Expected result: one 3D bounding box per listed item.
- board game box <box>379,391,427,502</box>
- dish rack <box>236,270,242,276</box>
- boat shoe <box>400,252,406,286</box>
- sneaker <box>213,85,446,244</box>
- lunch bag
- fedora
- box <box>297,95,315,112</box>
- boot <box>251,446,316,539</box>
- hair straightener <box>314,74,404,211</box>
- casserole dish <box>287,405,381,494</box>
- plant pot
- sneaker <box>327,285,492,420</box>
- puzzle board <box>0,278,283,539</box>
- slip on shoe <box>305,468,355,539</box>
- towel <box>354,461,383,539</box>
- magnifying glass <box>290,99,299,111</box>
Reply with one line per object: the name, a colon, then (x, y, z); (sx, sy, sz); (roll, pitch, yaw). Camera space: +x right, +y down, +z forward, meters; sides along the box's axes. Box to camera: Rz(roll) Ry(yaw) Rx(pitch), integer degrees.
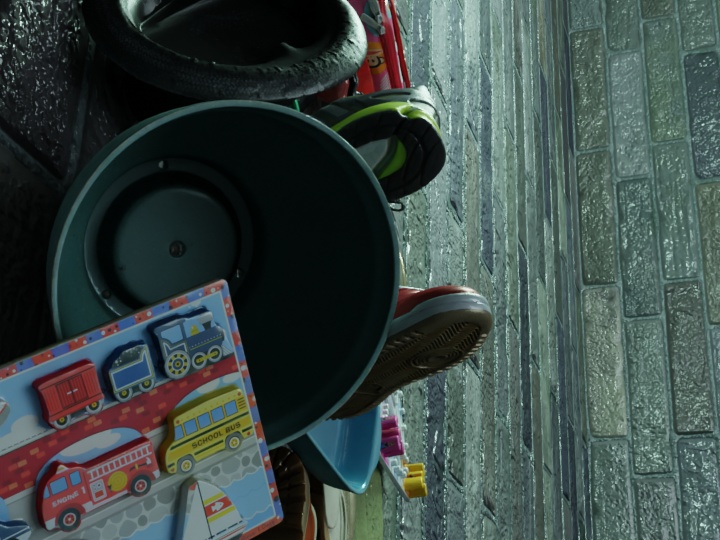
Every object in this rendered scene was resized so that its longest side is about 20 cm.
board game box: (0.034, 0.118, 1.202); (0.200, 0.026, 0.200); (66, 17, -63)
dish rack: (-0.088, 0.040, 0.897); (0.200, 0.054, 0.154); (10, 73, -69)
boat shoe: (0.005, -0.007, 1.111); (0.200, 0.065, 0.072); (-102, -171, -46)
sneaker: (-0.032, -0.072, 0.787); (0.081, 0.200, 0.074); (-67, 139, -57)
lunch bag: (-0.001, -0.227, 1.143); (0.200, 0.082, 0.176); (72, 8, -61)
fedora: (-0.097, -0.147, 0.811); (0.201, 0.200, 0.092); (-75, -175, -49)
box: (-0.087, -0.205, 0.990); (0.200, 0.046, 0.159); (-61, 142, -61)
boot: (-0.068, 0.243, 0.864); (0.107, 0.075, 0.200); (79, 19, -60)
hair straightener: (-0.003, -0.144, 1.017); (0.200, 0.041, 0.077); (65, 24, -4)
casserole dish: (-0.034, 0.091, 0.894); (0.200, 0.039, 0.121); (61, 30, -47)
plant pot: (-0.096, -0.005, 0.693); (0.134, 0.200, 0.200); (24, -50, 62)
sneaker: (0.012, 0.020, 0.765); (0.071, 0.200, 0.113); (10, 63, -29)
puzzle board: (-0.135, 0.108, 0.593); (0.200, 0.017, 0.151); (-23, 111, -31)
slip on shoe: (-0.035, 0.246, 0.947); (0.061, 0.076, 0.200); (35, 42, -45)
towel: (-0.019, 0.187, 1.083); (0.148, 0.036, 0.200); (11, 74, -71)
magnifying glass: (-0.110, -0.169, 0.884); (0.022, 0.080, 0.200); (-98, 164, -66)
